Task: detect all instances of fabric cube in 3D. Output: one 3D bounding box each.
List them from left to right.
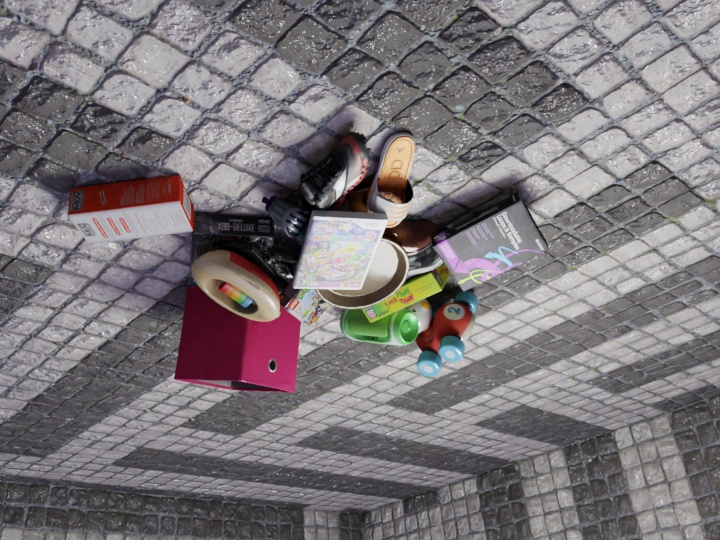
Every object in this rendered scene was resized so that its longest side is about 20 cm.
[{"bbox_3d":[-0.259,0.152,1.569,0.197,0.203,0.195,-4,163,31],"label":"fabric cube"}]

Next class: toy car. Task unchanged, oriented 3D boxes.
[{"bbox_3d":[0.158,0.112,1.738,0.199,0.186,0.177,36,137,-12],"label":"toy car"}]

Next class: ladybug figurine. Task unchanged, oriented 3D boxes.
[{"bbox_3d":[-0.233,0.026,1.398,0.199,0.073,0.135,39,142,-25],"label":"ladybug figurine"}]

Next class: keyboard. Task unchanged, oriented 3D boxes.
[{"bbox_3d":[-0.190,-0.012,1.449,0.102,0.040,0.200,7,157,23],"label":"keyboard"}]

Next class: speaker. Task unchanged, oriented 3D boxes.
[{"bbox_3d":[0.043,0.129,1.712,0.198,0.090,0.088,1,163,45],"label":"speaker"}]

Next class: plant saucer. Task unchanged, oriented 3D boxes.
[{"bbox_3d":[0.000,0.000,1.436,0.196,0.030,0.202,-8,136,-8],"label":"plant saucer"}]

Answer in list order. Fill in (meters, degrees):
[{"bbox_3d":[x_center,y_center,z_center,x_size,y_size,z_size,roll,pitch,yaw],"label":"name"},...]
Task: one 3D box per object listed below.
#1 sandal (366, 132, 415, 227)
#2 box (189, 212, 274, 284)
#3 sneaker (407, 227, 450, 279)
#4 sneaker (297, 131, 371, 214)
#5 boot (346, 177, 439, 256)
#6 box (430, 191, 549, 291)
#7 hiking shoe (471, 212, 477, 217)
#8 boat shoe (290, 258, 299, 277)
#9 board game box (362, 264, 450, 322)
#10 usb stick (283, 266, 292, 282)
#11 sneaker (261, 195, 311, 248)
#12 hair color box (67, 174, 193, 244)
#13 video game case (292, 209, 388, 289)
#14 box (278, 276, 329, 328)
[{"bbox_3d":[0.058,-0.145,1.285,0.078,0.060,0.209,-4,136,-13],"label":"sandal"},{"bbox_3d":[-0.264,-0.037,1.458,0.155,0.051,0.201,2,149,-15],"label":"box"},{"bbox_3d":[0.107,-0.037,1.518,0.087,0.077,0.199,25,138,-34],"label":"sneaker"},{"bbox_3d":[-0.052,-0.160,1.243,0.097,0.071,0.201,-25,165,-37],"label":"sneaker"},{"bbox_3d":[0.065,-0.118,1.404,0.184,0.069,0.202,-7,138,-1],"label":"boot"},{"bbox_3d":[0.260,-0.054,1.441,0.198,0.036,0.143,-29,124,18],"label":"box"},{"bbox_3d":[0.246,-0.059,1.521,0.099,0.077,0.202,5,139,-8],"label":"hiking shoe"},{"bbox_3d":[-0.059,0.007,1.571,0.196,0.071,0.066,0,172,-21],"label":"boat shoe"},{"bbox_3d":[0.102,0.040,1.614,0.198,0.102,0.048,-27,103,31],"label":"board game box"},{"bbox_3d":[-0.114,0.019,1.607,0.197,0.033,0.056,9,140,-25],"label":"usb stick"},{"bbox_3d":[-0.123,-0.100,1.388,0.075,0.087,0.200,-52,164,-2],"label":"sneaker"},{"bbox_3d":[-0.409,-0.108,1.293,0.196,0.062,0.102,-7,151,-1],"label":"hair color box"},{"bbox_3d":[-0.041,-0.034,1.342,0.141,0.018,0.201,1,139,-18],"label":"video game case"},{"bbox_3d":[-0.076,0.013,1.479,0.201,0.035,0.110,-51,142,-3],"label":"box"}]
